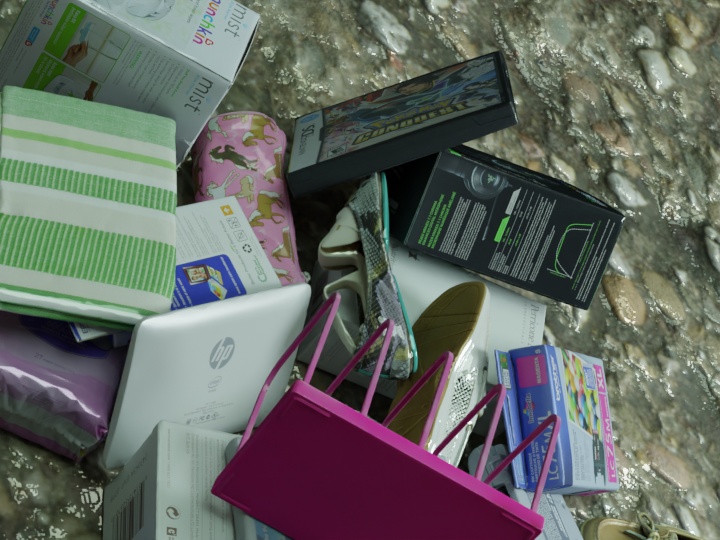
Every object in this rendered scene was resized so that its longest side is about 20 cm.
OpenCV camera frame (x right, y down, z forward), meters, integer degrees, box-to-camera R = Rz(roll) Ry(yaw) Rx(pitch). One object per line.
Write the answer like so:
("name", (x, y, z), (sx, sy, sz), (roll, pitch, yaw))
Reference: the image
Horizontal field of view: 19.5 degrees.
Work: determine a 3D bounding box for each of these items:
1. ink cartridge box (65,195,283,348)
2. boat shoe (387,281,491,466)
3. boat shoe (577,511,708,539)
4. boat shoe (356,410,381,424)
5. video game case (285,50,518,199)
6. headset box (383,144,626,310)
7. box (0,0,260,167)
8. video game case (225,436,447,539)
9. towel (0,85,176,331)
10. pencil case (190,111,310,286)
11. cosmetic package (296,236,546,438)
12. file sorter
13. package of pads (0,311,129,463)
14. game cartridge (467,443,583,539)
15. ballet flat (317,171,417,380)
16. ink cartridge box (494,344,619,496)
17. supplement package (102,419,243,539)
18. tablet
("ink cartridge box", (-0.162, 0.003, 1.645), (0.200, 0.037, 0.095), (-13, 66, -40))
("boat shoe", (0.071, 0.099, 1.716), (0.069, 0.071, 0.200), (48, 47, -32))
("boat shoe", (0.280, 0.253, 1.820), (0.200, 0.063, 0.073), (19, 50, -19))
("boat shoe", (0.050, 0.193, 1.735), (0.200, 0.062, 0.073), (37, 9, -19))
("video game case", (0.035, -0.130, 1.819), (0.181, 0.200, 0.026), (-87, 158, -71))
("headset box", (0.104, -0.055, 1.863), (0.200, 0.093, 0.174), (19, 8, -18))
("box", (-0.207, -0.163, 1.732), (0.176, 0.200, 0.097), (27, 46, -11))
("video game case", (-0.003, 0.220, 1.532), (0.182, 0.023, 0.200), (7, 56, -26))
("towel", (-0.214, -0.047, 1.608), (0.152, 0.023, 0.200), (11, 54, -21))
("pencil case", (-0.096, -0.043, 1.794), (0.086, 0.083, 0.200), (8, 52, -26))
("cosmetic package", (0.055, 0.053, 1.816), (0.200, 0.081, 0.113), (21, 51, -16))
("file sorter", (0.024, 0.128, 1.507), (0.200, 0.139, 0.126), (30, 45, -9))
("package of pads", (-0.237, 0.043, 1.645), (0.120, 0.076, 0.200), (27, 47, -16))
("game cartridge", (0.158, 0.244, 1.726), (0.133, 0.041, 0.200), (24, 39, -57))
("ballet flat", (0.000, 0.000, 1.726), (0.072, 0.072, 0.201), (9, 54, -27))
("ink cartridge box", (0.168, 0.127, 1.769), (0.200, 0.042, 0.120), (15, 66, -64))
("supplement package", (-0.083, 0.206, 1.588), (0.200, 0.117, 0.118), (14, 52, -23))
("tablet", (-0.117, 0.081, 1.638), (0.014, 0.130, 0.200), (29, 25, 31))
